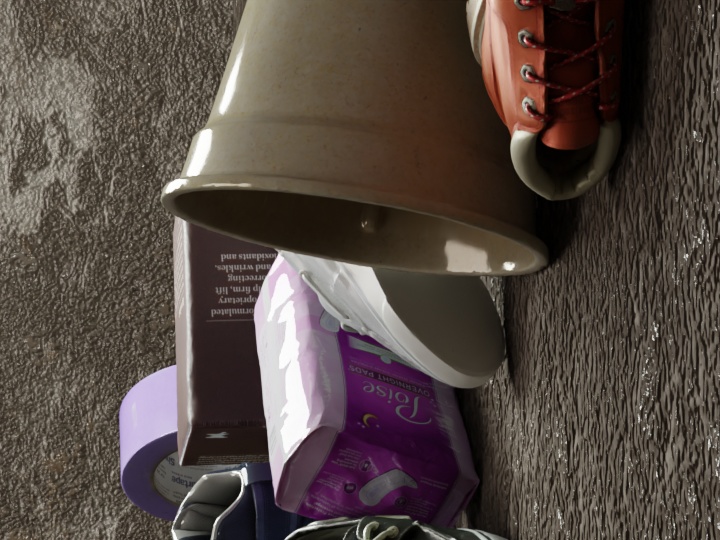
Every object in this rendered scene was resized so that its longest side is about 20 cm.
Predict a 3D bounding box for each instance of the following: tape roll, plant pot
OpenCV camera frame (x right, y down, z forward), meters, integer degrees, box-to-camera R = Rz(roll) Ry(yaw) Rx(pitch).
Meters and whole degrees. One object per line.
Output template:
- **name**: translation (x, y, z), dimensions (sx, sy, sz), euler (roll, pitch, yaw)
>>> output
- **tape roll**: translation (-0.157, 0.185, 2.238), dimensions (0.200, 0.199, 0.085), euler (99, 168, -51)
- **plant pot**: translation (0.011, -0.107, 1.086), dimensions (0.200, 0.200, 0.184), euler (134, 146, -79)

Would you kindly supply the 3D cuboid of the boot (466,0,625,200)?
- **boot**: translation (0.088, -0.112, 0.891), dimensions (0.200, 0.075, 0.108), euler (86, 176, -61)

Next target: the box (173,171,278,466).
- **box**: translation (-0.058, 0.037, 1.609), dimensions (0.164, 0.165, 0.201), euler (118, 151, -73)

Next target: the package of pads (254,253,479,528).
- **package of pads**: translation (-0.002, 0.077, 1.338), dimensions (0.076, 0.120, 0.200), euler (-60, 22, 29)

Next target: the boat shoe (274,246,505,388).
- **boat shoe**: translation (0.000, 0.000, 1.214), dimensions (0.200, 0.072, 0.069), euler (43, 138, 11)

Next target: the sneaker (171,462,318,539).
- **sneaker**: translation (-0.058, 0.209, 1.397), dimensions (0.077, 0.146, 0.203), euler (-124, 37, -53)

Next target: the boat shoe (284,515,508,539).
- **boat shoe**: translation (0.017, 0.176, 1.204), dimensions (0.200, 0.064, 0.071), euler (-13, 54, 58)
